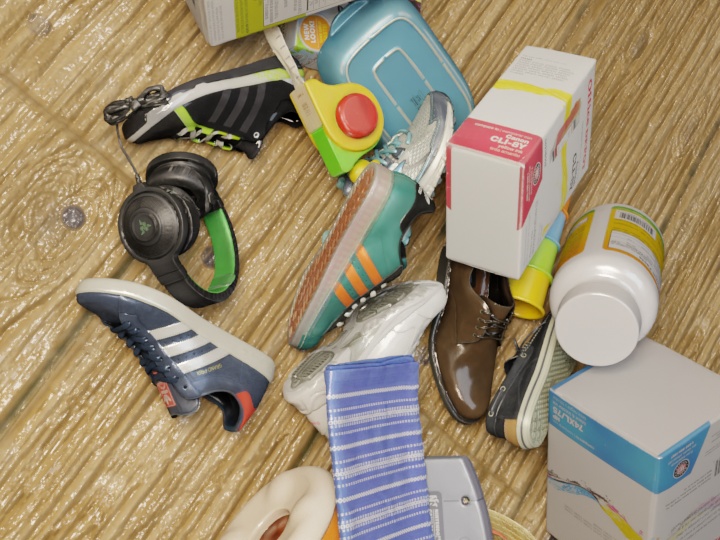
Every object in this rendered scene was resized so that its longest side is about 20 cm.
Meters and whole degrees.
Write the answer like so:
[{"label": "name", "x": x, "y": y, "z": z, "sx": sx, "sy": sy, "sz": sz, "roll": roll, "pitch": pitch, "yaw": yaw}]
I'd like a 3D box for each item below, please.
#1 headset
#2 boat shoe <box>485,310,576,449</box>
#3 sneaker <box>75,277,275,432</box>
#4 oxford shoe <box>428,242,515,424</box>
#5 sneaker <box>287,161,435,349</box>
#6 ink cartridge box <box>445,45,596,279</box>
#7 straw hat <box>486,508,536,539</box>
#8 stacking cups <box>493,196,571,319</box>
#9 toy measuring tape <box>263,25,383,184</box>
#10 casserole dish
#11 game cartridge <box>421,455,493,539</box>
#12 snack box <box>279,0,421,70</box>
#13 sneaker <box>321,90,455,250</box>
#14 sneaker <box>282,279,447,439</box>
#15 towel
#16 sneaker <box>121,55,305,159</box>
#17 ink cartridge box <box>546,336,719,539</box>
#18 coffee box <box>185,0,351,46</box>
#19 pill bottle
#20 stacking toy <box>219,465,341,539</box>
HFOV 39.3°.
[{"label": "headset", "x": -0.156, "y": -0.063, "z": 0.880, "sx": 0.201, "sy": 0.093, "sz": 0.124, "roll": 60, "pitch": 25, "yaw": -27}, {"label": "boat shoe", "x": 0.189, "y": 0.106, "z": 1.092, "sx": 0.200, "sy": 0.062, "sz": 0.075, "roll": -59, "pitch": 136, "yaw": -37}, {"label": "sneaker", "x": -0.169, "y": 0.079, "z": 0.892, "sx": 0.199, "sy": 0.075, "sz": 0.085, "roll": 31, "pitch": 66, "yaw": -23}, {"label": "oxford shoe", "x": 0.120, "y": 0.060, "z": 1.050, "sx": 0.072, "sy": 0.084, "sz": 0.202, "roll": 3, "pitch": 85, "yaw": -30}, {"label": "sneaker", "x": 0.000, "y": 0.000, "z": 0.950, "sx": 0.079, "sy": 0.072, "sz": 0.201, "roll": 23, "pitch": 113, "yaw": -19}, {"label": "ink cartridge box", "x": 0.164, "y": -0.114, "z": 1.019, "sx": 0.200, "sy": 0.083, "sz": 0.146, "roll": -52, "pitch": 149, "yaw": -39}, {"label": "straw hat", "x": 0.116, "y": 0.334, "z": 1.012, "sx": 0.085, "sy": 0.200, "sz": 0.203, "roll": 15, "pitch": 73, "yaw": -71}, {"label": "stacking cups", "x": 0.204, "y": -0.048, "z": 1.119, "sx": 0.060, "sy": 0.060, "sz": 0.201, "roll": 28, "pitch": 72, "yaw": -23}, {"label": "toy measuring tape", "x": -0.030, "y": -0.175, "z": 0.949, "sx": 0.073, "sy": 0.073, "sz": 0.201, "roll": -29, "pitch": 96, "yaw": -28}, {"label": "casserole dish", "x": 0.043, "y": -0.183, "z": 1.014, "sx": 0.121, "sy": 0.039, "sz": 0.200, "roll": -42, "pitch": 125, "yaw": 1}, {"label": "game cartridge", "x": 0.063, "y": 0.281, "z": 0.972, "sx": 0.040, "sy": 0.132, "sz": 0.202, "roll": 12, "pitch": 74, "yaw": -67}, {"label": "snack box", "x": -0.007, "y": -0.304, "z": 1.037, "sx": 0.141, "sy": 0.053, "sz": 0.202, "roll": 8, "pitch": 81, "yaw": -26}, {"label": "sneaker", "x": 0.026, "y": -0.088, "z": 0.990, "sx": 0.086, "sy": 0.078, "sz": 0.201, "roll": 23, "pitch": 99, "yaw": -12}, {"label": "sneaker", "x": 0.018, "y": 0.091, "z": 1.004, "sx": 0.200, "sy": 0.078, "sz": 0.100, "roll": -40, "pitch": 112, "yaw": -18}, {"label": "towel", "x": 0.022, "y": 0.178, "z": 0.903, "sx": 0.144, "sy": 0.024, "sz": 0.202, "roll": 3, "pitch": 79, "yaw": -57}, {"label": "sneaker", "x": -0.122, "y": -0.142, "z": 0.945, "sx": 0.199, "sy": 0.072, "sz": 0.083, "roll": -25, "pitch": 98, "yaw": -29}, {"label": "ink cartridge box", "x": 0.295, "y": 0.205, "z": 1.052, "sx": 0.146, "sy": 0.146, "sz": 0.201, "roll": -23, "pitch": 125, "yaw": -29}, {"label": "coffee box", "x": -0.081, "y": -0.353, "z": 0.856, "sx": 0.197, "sy": 0.200, "sz": 0.201, "roll": -22, "pitch": 67, "yaw": -14}, {"label": "pill bottle", "x": 0.260, "y": 0.016, "z": 1.067, "sx": 0.111, "sy": 0.111, "sz": 0.200, "roll": 56, "pitch": 30, "yaw": -12}, {"label": "stacking toy", "x": -0.025, "y": 0.290, "z": 0.912, "sx": 0.200, "sy": 0.146, "sz": 0.146, "roll": 48, "pitch": 65, "yaw": -19}]
